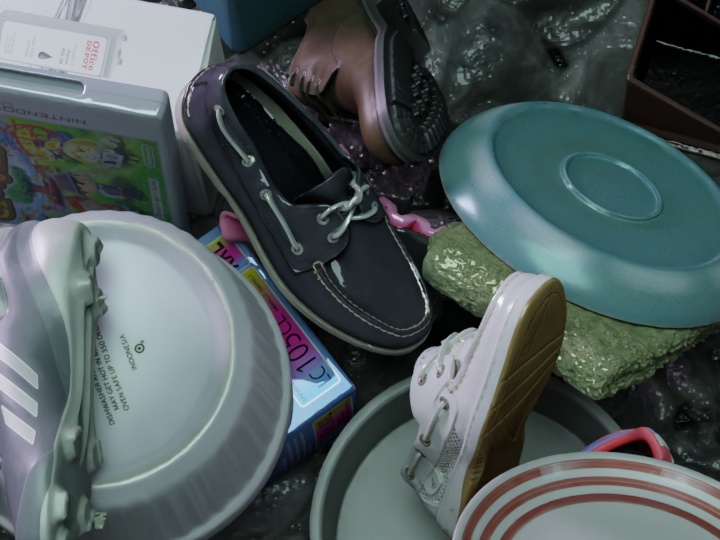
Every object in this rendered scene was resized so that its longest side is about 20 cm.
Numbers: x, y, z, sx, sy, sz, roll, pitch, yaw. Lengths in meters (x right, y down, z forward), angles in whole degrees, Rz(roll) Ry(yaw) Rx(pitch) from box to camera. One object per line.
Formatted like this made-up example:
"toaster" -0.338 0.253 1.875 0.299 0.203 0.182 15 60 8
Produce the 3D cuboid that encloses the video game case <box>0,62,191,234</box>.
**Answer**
"video game case" -0.193 -0.063 1.645 0.182 0.200 0.022 10 65 6

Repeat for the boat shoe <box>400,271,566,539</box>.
"boat shoe" 0.057 0.067 1.553 0.069 0.200 0.071 36 47 20

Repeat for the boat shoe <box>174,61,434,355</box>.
"boat shoe" -0.026 -0.035 1.585 0.073 0.063 0.200 -41 94 -25

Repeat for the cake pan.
"cake pan" 0.071 0.153 1.640 0.200 0.037 0.201 -1 70 2

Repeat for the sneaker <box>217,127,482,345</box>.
"sneaker" 0.000 0.000 1.652 0.200 0.079 0.095 36 48 -2

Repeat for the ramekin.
"ramekin" -0.141 0.059 1.575 0.202 0.094 0.203 -1 71 3

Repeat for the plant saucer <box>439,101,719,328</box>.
"plant saucer" 0.143 -0.041 1.649 0.200 0.027 0.200 17 33 -12

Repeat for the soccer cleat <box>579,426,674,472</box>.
"soccer cleat" 0.094 0.158 1.576 0.200 0.076 0.067 -38 73 -11

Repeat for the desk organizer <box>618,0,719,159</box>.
"desk organizer" 0.218 -0.179 1.735 0.072 0.077 0.200 15 71 8

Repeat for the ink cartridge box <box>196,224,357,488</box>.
"ink cartridge box" -0.119 0.086 1.654 0.200 0.076 0.137 -36 72 -9

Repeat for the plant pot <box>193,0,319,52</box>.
"plant pot" -0.065 -0.261 1.713 0.141 0.200 0.141 -35 72 -11

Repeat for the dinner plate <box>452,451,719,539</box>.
"dinner plate" 0.144 0.169 1.479 0.200 0.024 0.200 6 38 -5

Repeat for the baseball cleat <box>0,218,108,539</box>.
"baseball cleat" -0.186 0.068 1.497 0.106 0.070 0.200 -2 61 10

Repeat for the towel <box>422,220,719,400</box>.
"towel" 0.137 0.004 1.639 0.148 0.037 0.200 37 35 20

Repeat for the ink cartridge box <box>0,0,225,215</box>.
"ink cartridge box" -0.182 -0.108 1.689 0.200 0.147 0.083 11 73 5

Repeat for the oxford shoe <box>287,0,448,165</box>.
"oxford shoe" 0.002 -0.109 1.692 0.084 0.073 0.200 -30 27 10
